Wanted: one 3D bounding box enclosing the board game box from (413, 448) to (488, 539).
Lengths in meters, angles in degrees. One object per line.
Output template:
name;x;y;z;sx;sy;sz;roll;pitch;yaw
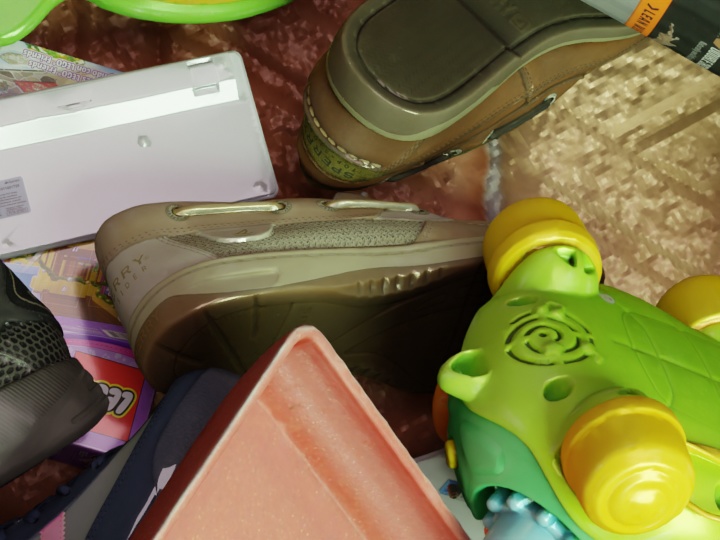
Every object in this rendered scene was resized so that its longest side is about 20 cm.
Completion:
board game box;0.012;0.136;0.882;0.199;0.035;0.127;-16;79;-16

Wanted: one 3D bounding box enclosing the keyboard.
keyboard;-0.129;-0.031;0.866;0.199;0.011;0.057;-13;85;-15

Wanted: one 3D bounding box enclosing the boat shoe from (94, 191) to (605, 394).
boat shoe;0.000;0.000;0.883;0.199;0.072;0.065;-4;48;-35

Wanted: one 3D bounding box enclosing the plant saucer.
plant saucer;-0.033;0.150;0.774;0.200;0.037;0.200;-56;132;-24

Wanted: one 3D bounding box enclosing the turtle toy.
turtle toy;0.103;0.072;0.839;0.199;0.101;0.146;24;27;-27

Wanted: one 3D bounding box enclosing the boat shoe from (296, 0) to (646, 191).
boat shoe;0.050;-0.090;0.933;0.199;0.068;0.072;-26;72;-38

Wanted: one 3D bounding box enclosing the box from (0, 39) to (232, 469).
box;-0.158;-0.020;0.881;0.199;0.039;0.138;17;73;-8

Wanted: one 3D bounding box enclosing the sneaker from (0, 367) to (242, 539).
sneaker;-0.114;0.103;0.819;0.082;0.070;0.200;35;92;11

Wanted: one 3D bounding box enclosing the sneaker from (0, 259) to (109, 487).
sneaker;-0.189;0.050;0.794;0.199;0.076;0.115;-33;89;-22

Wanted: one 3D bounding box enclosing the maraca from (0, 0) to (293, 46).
maraca;-0.079;-0.152;0.897;0.199;0.107;0.138;-16;82;-16

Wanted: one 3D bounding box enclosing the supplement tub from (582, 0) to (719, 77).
supplement tub;0.170;-0.114;0.877;0.199;0.123;0.123;28;72;0
